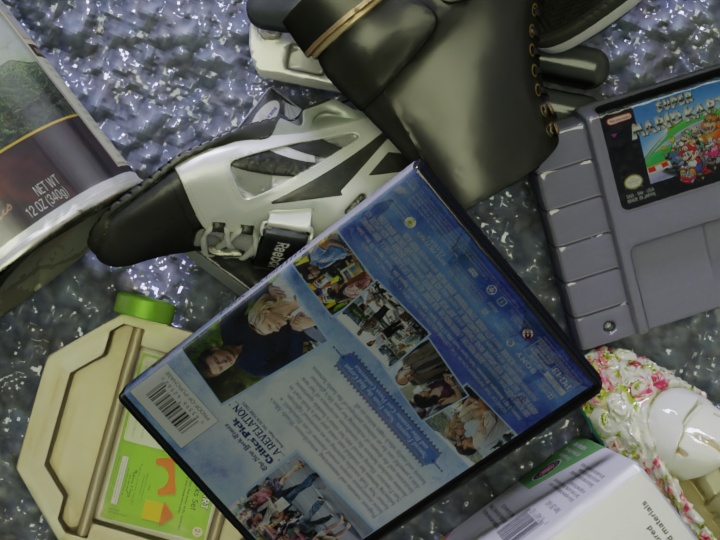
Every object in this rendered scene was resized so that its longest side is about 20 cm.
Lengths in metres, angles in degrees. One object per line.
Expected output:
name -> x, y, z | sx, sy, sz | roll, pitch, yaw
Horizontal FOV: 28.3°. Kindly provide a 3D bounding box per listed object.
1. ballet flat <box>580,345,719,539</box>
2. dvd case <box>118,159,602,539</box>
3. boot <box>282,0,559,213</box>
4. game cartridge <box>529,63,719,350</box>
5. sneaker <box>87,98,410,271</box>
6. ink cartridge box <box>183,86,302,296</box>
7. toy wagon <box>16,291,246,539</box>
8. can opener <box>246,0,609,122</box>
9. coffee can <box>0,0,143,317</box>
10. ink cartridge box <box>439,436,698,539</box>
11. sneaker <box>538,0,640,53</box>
ballet flat -> 0.195, 0.116, 0.762 | 0.076, 0.064, 0.200 | -37, 89, -34
dvd case -> -0.003, 0.058, 0.704 | 0.200, 0.018, 0.143 | -37, 101, 19
boot -> 0.080, -0.124, 0.704 | 0.200, 0.077, 0.138 | -36, 95, -5
game cartridge -> 0.196, -0.046, 0.772 | 0.200, 0.038, 0.130 | -18, 110, -2
sneaker -> -0.034, -0.030, 0.714 | 0.200, 0.074, 0.089 | -22, 82, -12
ink cartridge box -> 0.000, 0.000, 0.771 | 0.200, 0.039, 0.099 | 36, 78, -2
toy wagon -> -0.080, 0.104, 0.773 | 0.200, 0.040, 0.155 | 16, 89, -2
can opener -> 0.036, -0.115, 0.767 | 0.200, 0.067, 0.053 | 11, 89, -2
coffee can -> -0.225, -0.077, 0.718 | 0.146, 0.146, 0.200 | -38, 91, -2
ink cartridge box -> 0.070, 0.180, 0.722 | 0.200, 0.145, 0.084 | -36, 90, -3
sneaker -> 0.181, -0.175, 0.757 | 0.200, 0.121, 0.084 | -42, 50, 16
